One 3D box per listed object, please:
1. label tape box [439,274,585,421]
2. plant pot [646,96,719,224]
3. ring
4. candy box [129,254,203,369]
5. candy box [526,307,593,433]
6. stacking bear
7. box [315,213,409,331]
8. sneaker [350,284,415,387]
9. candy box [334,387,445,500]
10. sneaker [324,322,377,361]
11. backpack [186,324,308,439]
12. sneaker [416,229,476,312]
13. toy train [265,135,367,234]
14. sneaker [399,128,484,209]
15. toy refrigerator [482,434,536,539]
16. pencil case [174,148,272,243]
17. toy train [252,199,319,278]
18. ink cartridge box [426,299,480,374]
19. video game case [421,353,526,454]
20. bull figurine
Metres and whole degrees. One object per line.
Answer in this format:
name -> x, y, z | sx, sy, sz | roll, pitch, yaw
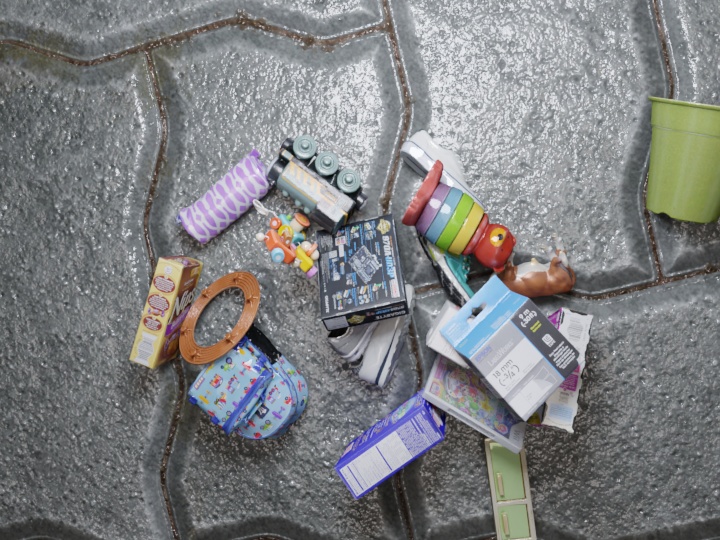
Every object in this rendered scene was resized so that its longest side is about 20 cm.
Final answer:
label tape box -> 0.247, 0.124, 1.136 | 0.144, 0.063, 0.200 | -42, 81, -4
plant pot -> 0.578, -0.189, 1.187 | 0.194, 0.200, 0.196 | 9, 108, 5
ring -> -0.270, 0.084, 1.289 | 0.198, 0.202, 0.019 | -37, 130, 8
candy box -> -0.372, 0.076, 1.323 | 0.055, 0.117, 0.206 | 17, 96, 5
candy box -> 0.353, 0.180, 1.221 | 0.059, 0.137, 0.206 | 12, 79, 6
stacking bear -> 0.180, -0.078, 1.206 | 0.197, 0.114, 0.123 | 32, 68, 3
box -> 0.000, 0.000, 1.258 | 0.154, 0.046, 0.204 | -13, 53, 7
sneaker -> 0.046, 0.117, 1.308 | 0.079, 0.076, 0.205 | 22, 92, 19
candy box -> 0.060, 0.315, 1.266 | 0.198, 0.169, 0.078 | -36, 86, 8
sneaker -> 0.001, 0.066, 1.279 | 0.081, 0.074, 0.204 | 32, 77, -39
backpack -> -0.206, 0.234, 1.309 | 0.200, 0.135, 0.183 | 44, 97, -1
sneaker -> 0.173, -0.020, 1.265 | 0.078, 0.078, 0.204 | -23, 72, -4
toy train -> -0.083, -0.162, 1.282 | 0.198, 0.085, 0.115 | 37, 74, 3
sneaker -> 0.166, -0.183, 1.275 | 0.199, 0.073, 0.071 | 43, 80, -5
toy refrigerator -> 0.281, 0.406, 1.298 | 0.074, 0.070, 0.207 | -7, 93, 6
pencil case -> -0.259, -0.138, 1.320 | 0.198, 0.084, 0.086 | -36, 53, 6
toy train -> -0.131, -0.069, 1.247 | 0.055, 0.202, 0.150 | -41, 125, 12
ink cartridge box -> 0.223, 0.141, 1.249 | 0.197, 0.146, 0.086 | 30, 95, 3
video game case -> 0.217, 0.234, 1.263 | 0.197, 0.144, 0.018 | 30, 125, 3
bull figurine -> 0.298, 0.010, 1.268 | 0.194, 0.066, 0.125 | -11, 114, 1
